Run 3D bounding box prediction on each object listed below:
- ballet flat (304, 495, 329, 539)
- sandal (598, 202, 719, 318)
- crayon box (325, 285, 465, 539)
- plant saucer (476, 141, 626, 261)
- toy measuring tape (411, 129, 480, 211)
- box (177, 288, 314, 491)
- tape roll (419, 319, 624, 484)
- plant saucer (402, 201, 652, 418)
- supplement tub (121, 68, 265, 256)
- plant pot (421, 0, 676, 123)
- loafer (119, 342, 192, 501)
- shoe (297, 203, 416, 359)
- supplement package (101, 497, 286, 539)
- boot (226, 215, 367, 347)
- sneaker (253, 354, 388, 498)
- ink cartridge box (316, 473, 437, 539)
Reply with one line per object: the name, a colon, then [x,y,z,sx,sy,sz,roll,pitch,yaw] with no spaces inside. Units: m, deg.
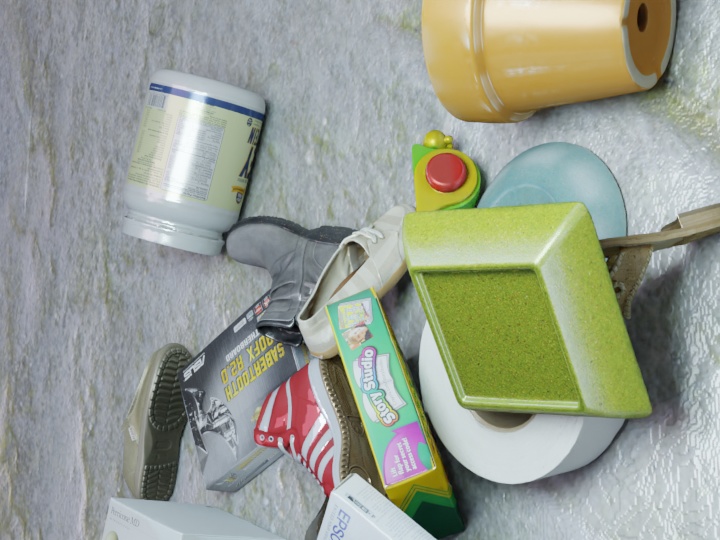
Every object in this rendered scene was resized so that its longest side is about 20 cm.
ballet flat: [-0.016,0.248,1.590,0.067,0.046,0.201,18,99,40]
sandal: [0.230,0.005,1.290,0.211,0.078,0.070,-17,81,-2]
crayon box: [0.035,0.143,1.460,0.058,0.173,0.201,-20,60,1]
plant saucer: [0.165,-0.029,1.455,0.200,0.039,0.202,-14,71,46]
toy measuring tape: [0.090,-0.053,1.515,0.073,0.073,0.201,-27,57,41]
box: [-0.122,0.138,1.723,0.200,0.048,0.159,-40,53,35]
tape roll: [0.148,0.093,1.390,0.202,0.071,0.204,6,99,44]
plant saucer: [0.127,0.046,1.272,0.199,0.048,0.201,-1,117,44]
supplement tub: [-0.204,-0.129,1.803,0.145,0.145,0.201,17,94,48]
plant pot: [0.183,-0.233,1.388,0.182,0.200,0.201,7,86,32]
loafer: [-0.256,0.184,1.839,0.068,0.075,0.201,13,91,42]
shoe: [0.000,0.000,1.556,0.070,0.053,0.200,2,50,48]
supplement package: [-0.202,0.373,1.677,0.151,0.150,0.201,13,90,49]
boot: [-0.088,0.013,1.646,0.199,0.070,0.132,3,58,38]
sneaker: [-0.043,0.195,1.538,0.112,0.071,0.201,-32,57,30]
ink cartridge box: [0.037,0.315,1.398,0.200,0.041,0.200,36,136,20]
